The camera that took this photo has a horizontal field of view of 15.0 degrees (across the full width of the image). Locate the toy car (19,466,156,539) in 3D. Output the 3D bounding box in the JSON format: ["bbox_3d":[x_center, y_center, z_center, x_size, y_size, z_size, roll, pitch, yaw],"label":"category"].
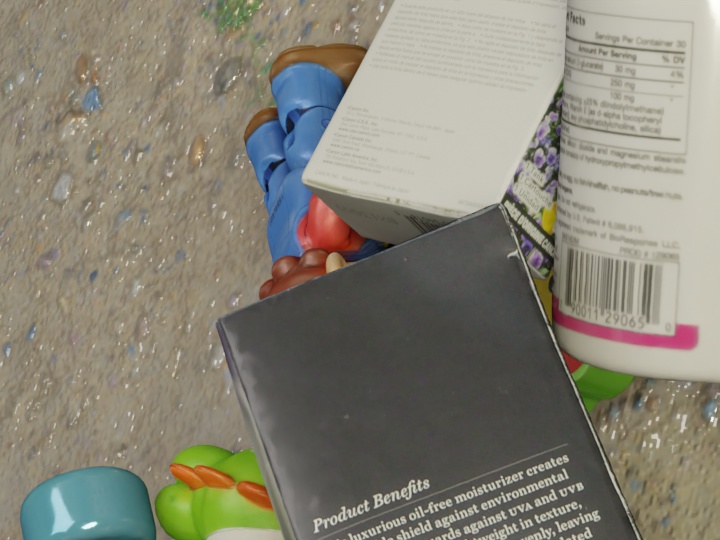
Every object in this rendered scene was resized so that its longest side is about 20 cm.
[{"bbox_3d":[-0.171,0.218,1.238,0.199,0.177,0.185,-14,62,-4],"label":"toy car"}]

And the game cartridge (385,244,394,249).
[{"bbox_3d":[0.030,-0.047,1.253,0.130,0.038,0.201,-120,48,-64],"label":"game cartridge"}]

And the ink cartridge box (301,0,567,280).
[{"bbox_3d":[0.069,-0.101,1.101,0.109,0.050,0.201,14,70,45],"label":"ink cartridge box"}]

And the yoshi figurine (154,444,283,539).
[{"bbox_3d":[0.001,0.127,1.225,0.199,0.112,0.113,16,125,38],"label":"yoshi figurine"}]

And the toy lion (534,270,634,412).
[{"bbox_3d":[0.097,-0.040,1.206,0.192,0.068,0.201,-42,44,39],"label":"toy lion"}]

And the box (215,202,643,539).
[{"bbox_3d":[0.045,0.118,1.019,0.123,0.200,0.199,-20,62,0],"label":"box"}]

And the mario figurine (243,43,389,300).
[{"bbox_3d":[0.000,0.000,1.194,0.105,0.124,0.201,-13,48,9],"label":"mario figurine"}]

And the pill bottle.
[{"bbox_3d":[0.131,-0.067,1.013,0.113,0.113,0.201,16,107,52],"label":"pill bottle"}]
